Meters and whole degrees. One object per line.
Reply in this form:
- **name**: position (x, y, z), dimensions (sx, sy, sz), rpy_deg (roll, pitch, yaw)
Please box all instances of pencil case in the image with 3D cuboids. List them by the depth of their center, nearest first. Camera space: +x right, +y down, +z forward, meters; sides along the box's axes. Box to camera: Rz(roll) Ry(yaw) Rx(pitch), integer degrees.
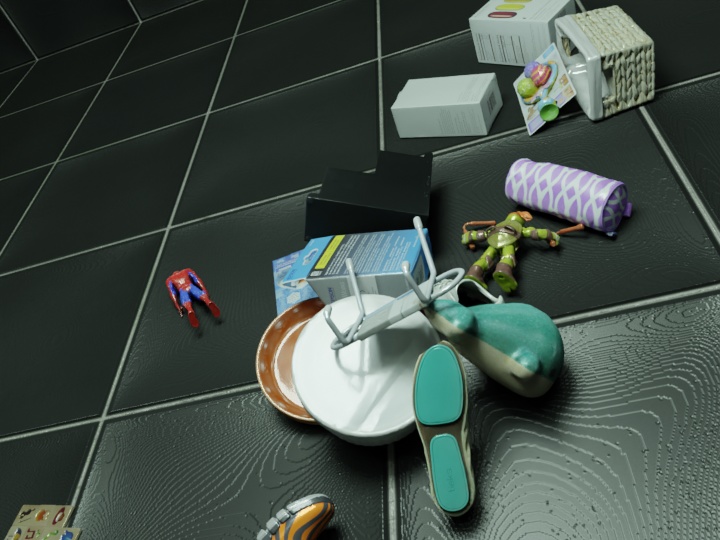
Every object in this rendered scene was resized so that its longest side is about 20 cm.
- **pencil case**: position (0.330, -0.124, 1.071), dimensions (0.085, 0.084, 0.200), rpy_deg (-9, 27, -42)

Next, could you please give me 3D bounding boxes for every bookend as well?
- **bookend**: position (0.018, -0.129, 1.156), dimensions (0.199, 0.092, 0.199), rpy_deg (8, 40, 1)

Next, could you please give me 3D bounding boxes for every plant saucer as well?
- **plant saucer**: position (-0.054, 0.131, 0.987), dimensions (0.199, 0.032, 0.201), rpy_deg (-3, 57, 5)

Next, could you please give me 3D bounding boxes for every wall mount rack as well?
- **wall mount rack**: position (0.032, 0.015, 0.847), dimensions (0.200, 0.075, 0.174), rpy_deg (-30, 13, 20)

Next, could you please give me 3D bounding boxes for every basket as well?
- **basket**: position (0.458, -0.397, 1.259), dimensions (0.123, 0.136, 0.200), rpy_deg (-16, 40, 7)

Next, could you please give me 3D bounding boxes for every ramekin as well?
- **ramekin**: position (0.014, 0.140, 0.897), dimensions (0.201, 0.094, 0.203), rpy_deg (-4, 57, 6)

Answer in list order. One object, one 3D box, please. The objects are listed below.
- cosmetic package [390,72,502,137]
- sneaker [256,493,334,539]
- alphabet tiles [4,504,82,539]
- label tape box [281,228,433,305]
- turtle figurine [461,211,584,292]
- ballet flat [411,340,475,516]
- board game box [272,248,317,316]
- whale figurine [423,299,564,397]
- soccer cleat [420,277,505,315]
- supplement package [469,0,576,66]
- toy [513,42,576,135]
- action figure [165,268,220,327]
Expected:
- **cosmetic package**: position (0.176, -0.339, 1.381), dimensions (0.199, 0.081, 0.113), rpy_deg (5, 48, 32)
- **sneaker**: position (-0.087, 0.361, 0.769), dimensions (0.200, 0.078, 0.112), rpy_deg (-45, 47, -7)
- **alphabet tiles**: position (-0.488, 0.426, 0.943), dimensions (0.166, 0.008, 0.200), rpy_deg (-7, 43, 21)
- **label tape box**: position (0.000, 0.000, 1.023), dimensions (0.199, 0.066, 0.143), rpy_deg (-5, 27, 20)
- **turtle figurine**: position (0.233, -0.040, 1.039), dimensions (0.199, 0.065, 0.162), rpy_deg (5, 48, 31)
- **ballet flat**: position (0.098, 0.185, 0.795), dimensions (0.067, 0.062, 0.201), rpy_deg (-4, 81, 11)
- **board game box**: position (-0.045, 0.024, 1.126), dimensions (0.199, 0.043, 0.199), rpy_deg (-20, 41, 5)
- **whale figurine**: position (0.172, 0.077, 0.833), dimensions (0.104, 0.200, 0.159), rpy_deg (-57, 32, 3)
- **soccer cleat**: position (0.139, 0.039, 0.984), dimensions (0.069, 0.085, 0.200), rpy_deg (-43, 43, -21)
- **supplement package**: position (0.357, -0.525, 1.466), dimensions (0.200, 0.110, 0.114), rpy_deg (21, 57, 41)
- **toy**: position (0.344, -0.365, 1.308), dimensions (0.115, 0.047, 0.201), rpy_deg (-43, 34, 34)
- **action figure**: position (-0.317, 0.044, 1.239), dimensions (0.065, 0.052, 0.200), rpy_deg (-30, 35, -15)
